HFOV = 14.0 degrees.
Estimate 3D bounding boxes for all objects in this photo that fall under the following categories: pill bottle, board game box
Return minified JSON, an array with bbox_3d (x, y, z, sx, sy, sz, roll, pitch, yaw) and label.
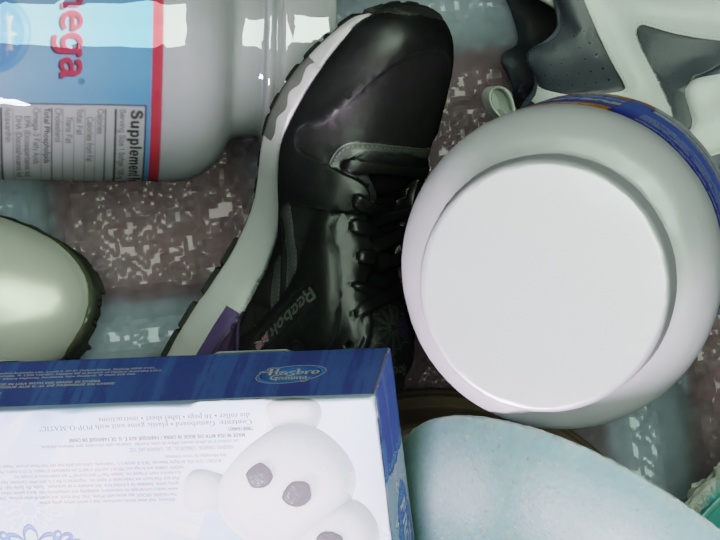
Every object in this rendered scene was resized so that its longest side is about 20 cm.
[{"bbox_3d":[-0.111,-0.089,1.122,0.199,0.109,0.109,0,83,-5],"label":"pill bottle"},{"bbox_3d":[0.074,-0.005,1.034,0.111,0.200,0.113,1,95,9],"label":"pill bottle"},{"bbox_3d":[-0.077,0.127,1.059,0.199,0.043,0.200,-2,114,11],"label":"board game box"}]

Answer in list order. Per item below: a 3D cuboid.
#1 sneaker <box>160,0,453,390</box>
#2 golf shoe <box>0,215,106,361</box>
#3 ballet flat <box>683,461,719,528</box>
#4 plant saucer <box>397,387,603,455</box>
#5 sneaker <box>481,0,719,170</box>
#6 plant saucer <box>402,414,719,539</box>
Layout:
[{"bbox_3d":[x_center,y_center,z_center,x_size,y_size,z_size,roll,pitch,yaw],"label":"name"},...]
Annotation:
[{"bbox_3d":[0.000,0.000,1.094,0.088,0.075,0.201,44,121,37],"label":"sneaker"},{"bbox_3d":[-0.197,0.002,1.116,0.199,0.088,0.078,10,81,-5],"label":"golf shoe"},{"bbox_3d":[0.178,0.080,1.151,0.072,0.072,0.200,45,84,1],"label":"ballet flat"},{"bbox_3d":[0.032,0.146,1.148,0.199,0.029,0.201,1,84,-5],"label":"plant saucer"},{"bbox_3d":[0.119,-0.121,1.161,0.129,0.079,0.200,29,92,-10],"label":"sneaker"},{"bbox_3d":[0.086,0.133,1.037,0.201,0.201,0.039,38,66,0],"label":"plant saucer"}]
